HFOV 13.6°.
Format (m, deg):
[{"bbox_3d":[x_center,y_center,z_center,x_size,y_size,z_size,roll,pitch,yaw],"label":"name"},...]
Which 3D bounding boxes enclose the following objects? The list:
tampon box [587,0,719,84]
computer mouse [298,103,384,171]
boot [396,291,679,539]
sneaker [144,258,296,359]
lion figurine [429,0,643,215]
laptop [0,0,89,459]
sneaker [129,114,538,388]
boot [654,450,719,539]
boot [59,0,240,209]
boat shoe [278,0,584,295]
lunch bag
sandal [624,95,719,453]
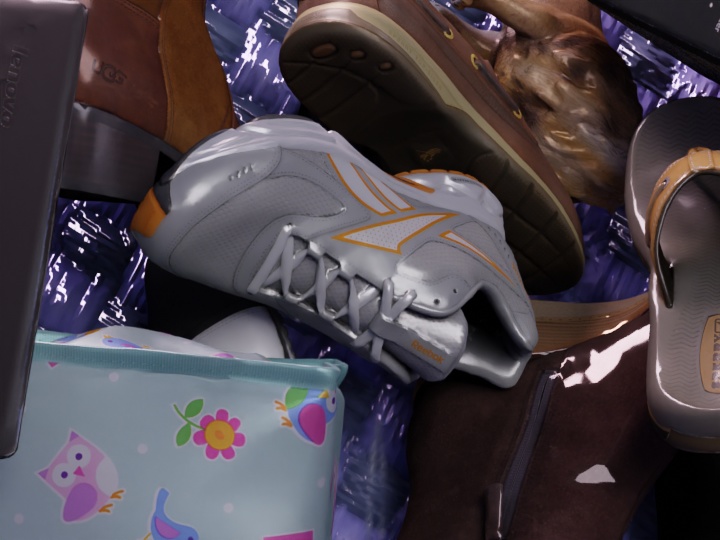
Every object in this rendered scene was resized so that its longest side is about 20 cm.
[{"bbox_3d":[0.209,-0.140,1.299,0.126,0.200,0.150,25,95,-43],"label":"tampon box"},{"bbox_3d":[0.000,-0.092,1.356,0.058,0.034,0.201,10,62,-20],"label":"computer mouse"},{"bbox_3d":[0.114,0.077,1.255,0.199,0.073,0.167,-3,43,17],"label":"boot"},{"bbox_3d":[-0.068,0.077,1.217,0.088,0.074,0.201,-6,69,-29],"label":"sneaker"},{"bbox_3d":[0.085,-0.126,1.391,0.122,0.072,0.201,27,52,-25],"label":"lion figurine"},{"bbox_3d":[-0.208,0.000,1.122,0.116,0.200,0.188,21,59,-24],"label":"laptop"},{"bbox_3d":[0.000,0.000,1.206,0.199,0.076,0.092,8,42,-42],"label":"sneaker"},{"bbox_3d":[0.112,0.150,1.265,0.157,0.080,0.212,3,57,-16],"label":"boot"},{"bbox_3d":[-0.071,-0.122,1.244,0.188,0.068,0.201,12,84,-50],"label":"boot"},{"bbox_3d":[0.041,-0.064,1.300,0.200,0.072,0.068,47,43,-37],"label":"boat shoe"},{"bbox_3d":[-0.111,0.105,1.122,0.199,0.122,0.171,5,90,1],"label":"lunch bag"},{"bbox_3d":[0.143,-0.010,1.242,0.081,0.055,0.201,-6,42,14],"label":"sandal"}]
